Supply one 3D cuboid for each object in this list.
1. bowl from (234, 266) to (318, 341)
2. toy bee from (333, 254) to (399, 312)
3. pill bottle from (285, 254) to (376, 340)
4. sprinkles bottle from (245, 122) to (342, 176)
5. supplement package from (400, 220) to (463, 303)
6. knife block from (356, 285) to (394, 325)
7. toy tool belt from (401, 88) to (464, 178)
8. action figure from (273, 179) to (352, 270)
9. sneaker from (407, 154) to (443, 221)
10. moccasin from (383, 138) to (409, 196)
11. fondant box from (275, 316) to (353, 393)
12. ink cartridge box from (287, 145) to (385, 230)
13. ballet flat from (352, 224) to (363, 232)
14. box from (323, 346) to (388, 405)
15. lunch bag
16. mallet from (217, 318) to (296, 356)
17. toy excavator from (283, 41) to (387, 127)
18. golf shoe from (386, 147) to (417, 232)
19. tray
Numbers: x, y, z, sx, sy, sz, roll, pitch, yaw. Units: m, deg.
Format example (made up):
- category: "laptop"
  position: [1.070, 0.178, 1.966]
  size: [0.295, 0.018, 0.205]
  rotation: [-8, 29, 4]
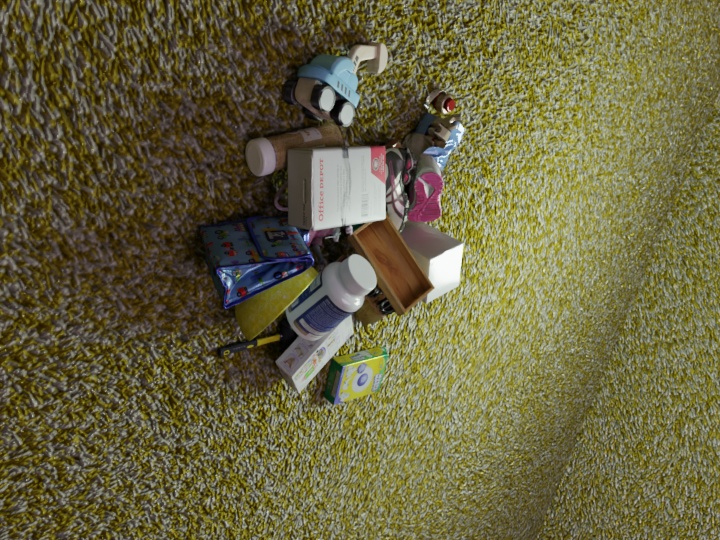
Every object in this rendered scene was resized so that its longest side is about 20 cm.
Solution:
- category: "bowl"
  position: [-0.190, 0.034, 1.412]
  size: [0.108, 0.200, 0.200]
  rotation: [47, 73, -6]
- category: "toy bee"
  position: [0.000, 0.000, 1.549]
  size: [0.132, 0.196, 0.110]
  rotation: [-60, 141, -32]
- category: "pill bottle"
  position: [-0.060, 0.054, 1.472]
  size: [0.109, 0.113, 0.199]
  rotation: [5, 145, -48]
- category: "sprinkles bottle"
  position: [-0.127, -0.237, 1.361]
  size: [0.197, 0.068, 0.070]
  rotation: [-22, 129, -38]
- category: "supplement package"
  position: [0.130, -0.033, 1.664]
  size: [0.120, 0.198, 0.123]
  rotation: [-23, 129, -34]
- category: "knife block"
  position: [0.051, 0.082, 1.669]
  size: [0.064, 0.174, 0.202]
  rotation: [-40, 138, -20]
- category: "toy tool belt"
  position: [0.189, -0.306, 1.620]
  size: [0.124, 0.122, 0.203]
  rotation: [28, 91, -51]
- category: "action figure"
  position: [-0.100, -0.094, 1.481]
  size: [0.134, 0.150, 0.199]
  rotation: [-45, 166, 21]
- category: "sneaker"
  position: [0.147, -0.183, 1.570]
  size: [0.079, 0.090, 0.202]
  rotation: [2, 149, -4]
- category: "moccasin"
  position: [0.090, -0.208, 1.607]
  size: [0.073, 0.077, 0.205]
  rotation: [-33, 134, -27]
- category: "fondant box"
  position: [-0.102, 0.175, 1.615]
  size: [0.200, 0.058, 0.145]
  rotation: [-48, 163, -16]
- category: "ink cartridge box"
  position: [-0.045, -0.164, 1.354]
  size: [0.197, 0.082, 0.150]
  rotation: [-12, 107, -43]
- category: "ballet flat"
  position: [-0.003, -0.101, 1.573]
  size: [0.067, 0.071, 0.201]
  rotation: [-37, 151, -9]
- category: "box"
  position: [-0.001, 0.273, 1.836]
  size: [0.197, 0.048, 0.120]
  rotation: [-10, 121, -46]
- category: "lunch bag"
  position: [-0.186, -0.032, 1.314]
  size: [0.195, 0.151, 0.096]
  rotation: [-17, 128, -17]
- category: "mallet"
  position: [-0.220, 0.148, 1.528]
  size: [0.197, 0.041, 0.067]
  rotation: [-4, 117, -42]
- category: "toy excavator"
  position: [-0.033, -0.382, 1.363]
  size: [0.193, 0.098, 0.205]
  rotation: [24, 86, -53]
- category: "golf shoe"
  position: [0.064, -0.169, 1.524]
  size: [0.086, 0.078, 0.205]
  rotation: [1, 114, -13]
- category: "tray"
  position: [0.065, -0.016, 1.500]
  size: [0.098, 0.037, 0.202]
  rotation: [-35, 92, -28]
